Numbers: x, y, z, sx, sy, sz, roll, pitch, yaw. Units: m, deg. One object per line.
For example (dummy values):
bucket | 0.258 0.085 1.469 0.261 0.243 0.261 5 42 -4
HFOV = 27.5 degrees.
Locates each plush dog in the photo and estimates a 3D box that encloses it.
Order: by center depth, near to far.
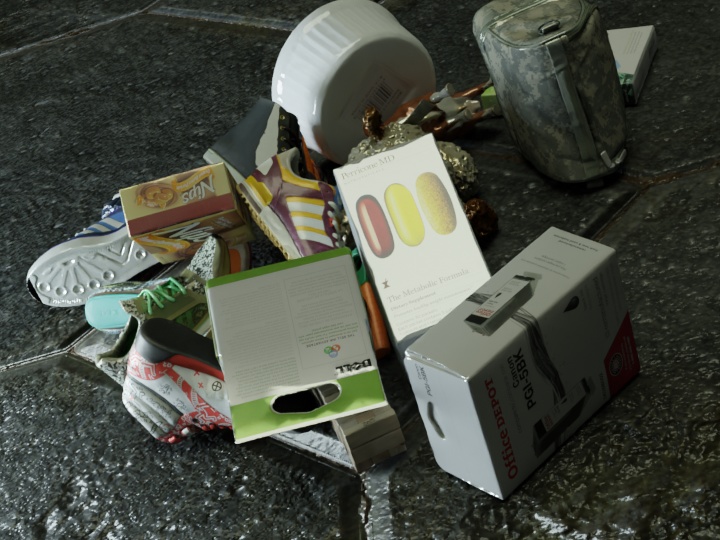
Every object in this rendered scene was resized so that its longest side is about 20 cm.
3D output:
plush dog | 0.055 -0.076 1.628 0.198 0.161 0.173 -24 55 -7

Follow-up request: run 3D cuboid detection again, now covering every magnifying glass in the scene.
magnifying glass | 0.000 0.000 1.549 0.079 0.022 0.202 -38 53 35

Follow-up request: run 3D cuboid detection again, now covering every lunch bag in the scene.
lunch bag | 0.224 -0.209 1.665 0.138 0.202 0.168 -20 28 4

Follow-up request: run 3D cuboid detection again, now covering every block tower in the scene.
block tower | -0.015 0.118 1.435 0.057 0.054 0.200 -23 31 -6

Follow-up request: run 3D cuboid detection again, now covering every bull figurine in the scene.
bull figurine | 0.091 -0.182 1.766 0.121 0.066 0.199 -22 4 37

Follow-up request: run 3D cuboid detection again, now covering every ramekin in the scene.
ramekin | -0.002 -0.225 1.820 0.199 0.202 0.098 -31 40 -17

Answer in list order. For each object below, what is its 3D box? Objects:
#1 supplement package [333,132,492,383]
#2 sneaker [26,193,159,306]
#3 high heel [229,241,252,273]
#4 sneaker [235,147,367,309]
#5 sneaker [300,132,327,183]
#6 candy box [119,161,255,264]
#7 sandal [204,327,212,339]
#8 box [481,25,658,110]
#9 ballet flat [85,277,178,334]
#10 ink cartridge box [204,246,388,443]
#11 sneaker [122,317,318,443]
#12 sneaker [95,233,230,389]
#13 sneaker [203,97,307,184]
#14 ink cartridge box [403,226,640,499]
supplement package | 0.059 -0.012 1.455 0.113 0.110 0.202 -21 64 -1
sneaker | -0.315 -0.035 1.824 0.198 0.081 0.147 -24 23 0
high heel | -0.159 -0.011 1.738 0.067 0.096 0.201 -18 53 -2
sneaker | -0.042 -0.040 1.524 0.090 0.075 0.200 -39 75 -5
sneaker | -0.084 -0.133 1.799 0.077 0.113 0.200 -23 32 -6
candy box | -0.183 -0.059 1.593 0.114 0.056 0.200 -16 -9 0
sandal | -0.107 0.058 1.582 0.212 0.078 0.069 -44 10 -29
box | 0.264 -0.252 1.858 0.198 0.037 0.145 -3 35 27
ballet flat | -0.219 0.038 1.667 0.198 0.075 0.074 4 39 28
ink cartridge box | -0.058 0.087 1.377 0.146 0.076 0.201 -13 47 -2
sneaker | -0.144 0.134 1.472 0.200 0.109 0.067 26 32 2
sneaker | -0.209 0.043 1.551 0.077 0.088 0.201 24 83 55
sneaker | -0.084 -0.118 1.668 0.199 0.075 0.107 38 87 29
ink cartridge box | 0.149 0.081 1.310 0.199 0.148 0.082 -39 38 -26
